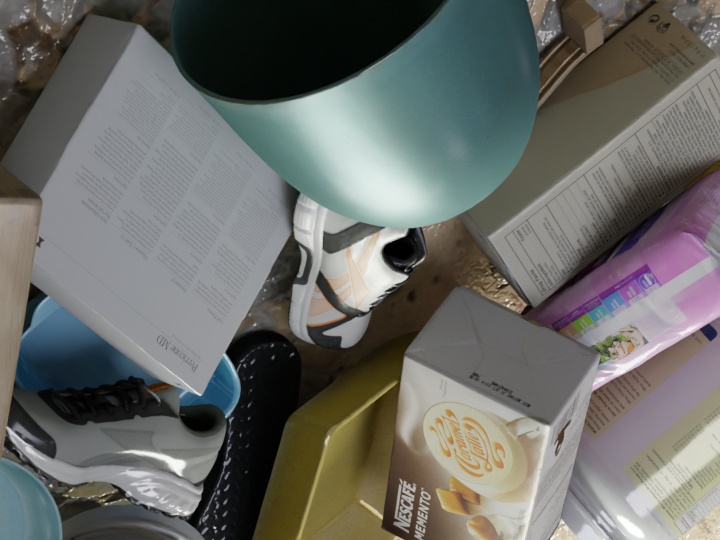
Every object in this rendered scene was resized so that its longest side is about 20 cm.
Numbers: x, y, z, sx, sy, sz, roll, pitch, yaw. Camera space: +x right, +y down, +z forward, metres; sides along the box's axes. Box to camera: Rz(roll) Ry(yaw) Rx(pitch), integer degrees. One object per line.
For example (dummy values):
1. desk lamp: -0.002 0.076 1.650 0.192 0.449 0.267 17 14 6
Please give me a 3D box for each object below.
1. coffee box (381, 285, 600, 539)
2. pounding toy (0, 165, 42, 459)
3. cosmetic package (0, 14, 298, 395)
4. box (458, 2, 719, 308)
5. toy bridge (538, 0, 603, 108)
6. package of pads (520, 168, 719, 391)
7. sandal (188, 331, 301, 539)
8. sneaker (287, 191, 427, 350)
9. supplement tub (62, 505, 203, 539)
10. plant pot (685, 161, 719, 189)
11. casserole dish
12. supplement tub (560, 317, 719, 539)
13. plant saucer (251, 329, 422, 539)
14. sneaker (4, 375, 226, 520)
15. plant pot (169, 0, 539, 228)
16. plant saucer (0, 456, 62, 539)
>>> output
1. coffee box: 0.088 0.121 1.549 0.080 0.114 0.201 -51 159 -37
2. pounding toy: -0.294 0.013 1.240 0.141 0.200 0.185 1 110 -34
3. cosmetic package: -0.130 -0.036 1.345 0.200 0.051 0.151 44 68 -46
4. box: 0.162 -0.079 1.526 0.200 0.078 0.095 -37 137 -2
5. toy bridge: 0.084 -0.106 1.479 0.200 0.027 0.067 -36 153 -11
6. package of pads: 0.197 0.013 1.548 0.200 0.076 0.120 -36 -177 39
7. sandal: -0.086 0.133 1.565 0.075 0.048 0.202 2 111 -34
8. sneaker: 0.000 0.000 1.448 0.200 0.080 0.074 91 24 -60
9. supplement tub: -0.157 0.269 1.461 0.144 0.201 0.146 -2 130 -2
10. plant pot: 0.368 -0.051 1.609 0.200 0.189 0.202 -17 133 -20
11. casserole dish: -0.158 0.060 1.454 0.121 0.039 0.200 -36 137 -3
12. supplement tub: 0.227 0.121 1.686 0.200 0.145 0.145 -41 137 2
13. plant saucer: -0.013 0.142 1.566 0.200 0.048 0.201 -34 146 -53
14. sneaker: -0.165 0.097 1.410 0.200 0.074 0.080 21 103 -49
15. plant pot: 0.014 -0.122 1.292 0.200 0.201 0.161 -38 132 -1
16. plant saucer: -0.281 0.183 1.363 0.199 0.027 0.201 -18 132 -21
